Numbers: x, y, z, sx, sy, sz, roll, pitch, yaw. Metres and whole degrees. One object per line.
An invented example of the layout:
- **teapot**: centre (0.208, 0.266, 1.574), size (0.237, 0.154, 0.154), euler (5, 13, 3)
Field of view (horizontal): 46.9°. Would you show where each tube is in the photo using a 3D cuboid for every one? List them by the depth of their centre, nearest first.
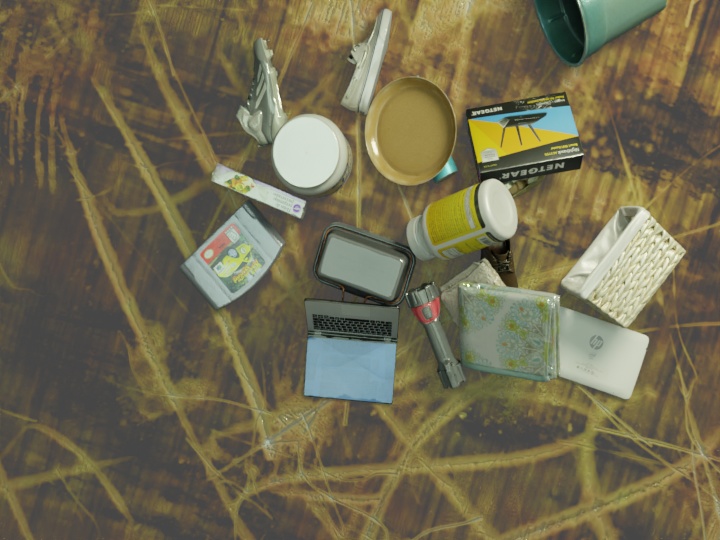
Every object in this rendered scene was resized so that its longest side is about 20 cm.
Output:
- **tube**: centre (0.124, -0.272, 1.622), size (0.076, 0.050, 0.204), euler (-26, 87, 9)

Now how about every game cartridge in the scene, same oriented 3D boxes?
- **game cartridge**: centre (-0.251, -0.023, 1.662), size (0.200, 0.041, 0.133), euler (-43, 94, 5)

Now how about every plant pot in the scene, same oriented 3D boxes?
- **plant pot**: centre (0.446, -0.508, 1.525), size (0.192, 0.200, 0.204), euler (-24, 91, -3)
- **plant pot**: centre (0.099, -0.267, 1.599), size (0.196, 0.027, 0.206), euler (4, 97, 30)

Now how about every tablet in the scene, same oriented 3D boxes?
- **tablet**: centre (0.457, 0.161, 1.639), size (0.195, 0.014, 0.133), euler (18, 94, 2)

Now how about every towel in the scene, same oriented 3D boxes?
- **towel**: centre (0.278, 0.114, 1.556), size (0.195, 0.048, 0.176), euler (7, 114, 26)
- **towel**: centre (0.249, 0.085, 1.605), size (0.201, 0.034, 0.132), euler (51, 128, -1)

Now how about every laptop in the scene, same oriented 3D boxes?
- **laptop**: centre (-0.020, 0.159, 1.620), size (0.182, 0.202, 0.118), euler (4, 59, 3)

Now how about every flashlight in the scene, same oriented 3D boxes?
- **flashlight**: centre (0.151, 0.127, 1.633), size (0.067, 0.067, 0.204), euler (-26, 97, -34)

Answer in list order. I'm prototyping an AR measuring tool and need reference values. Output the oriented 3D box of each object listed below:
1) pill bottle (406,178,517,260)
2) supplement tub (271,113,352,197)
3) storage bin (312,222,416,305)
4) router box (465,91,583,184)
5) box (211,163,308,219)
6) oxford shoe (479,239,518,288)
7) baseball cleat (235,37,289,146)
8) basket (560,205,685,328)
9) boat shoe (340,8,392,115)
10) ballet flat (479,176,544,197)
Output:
- **pill bottle**: centre (0.186, -0.087, 1.559), size (0.197, 0.112, 0.115), euler (-20, 92, 39)
- **supplement tub**: centre (-0.091, -0.213, 1.559), size (0.140, 0.200, 0.149), euler (0, 93, 3)
- **storage bin**: centre (0.000, 0.000, 1.598), size (0.195, 0.134, 0.149), euler (19, 94, 3)
- **router box**: centre (0.308, -0.250, 1.574), size (0.195, 0.051, 0.153), euler (-10, 62, 3)
- **box**: centre (-0.199, -0.157, 1.649), size (0.196, 0.041, 0.040), euler (23, 95, 1)
- **oxford shoe**: centre (0.265, -0.010, 1.607), size (0.071, 0.084, 0.205), euler (-12, 94, 2)
- **baseball cleat**: centre (-0.203, -0.346, 1.625), size (0.104, 0.070, 0.205), euler (-13, 91, 4)
- **basket**: centre (0.495, -0.005, 1.570), size (0.123, 0.136, 0.201), euler (38, 94, -3)
- **boat shoe**: centre (0.008, -0.410, 1.612), size (0.068, 0.071, 0.205), euler (17, 99, 3)
- **ballet flat**: centre (0.295, -0.174, 1.605), size (0.198, 0.071, 0.072), euler (-33, 91, 4)
